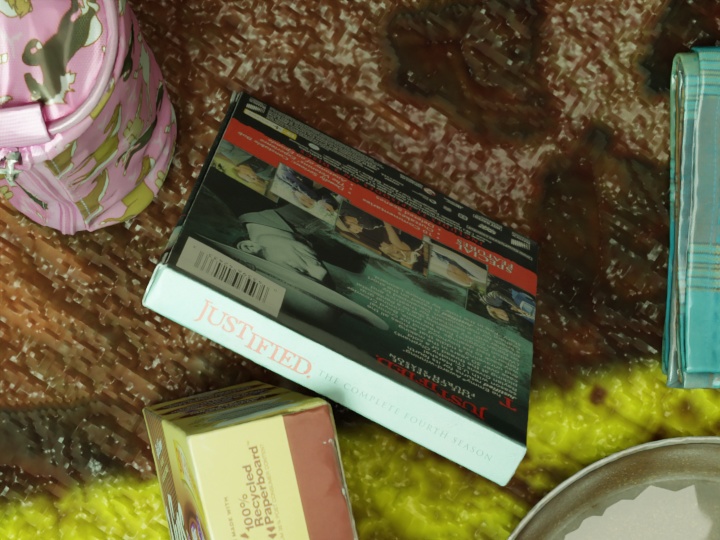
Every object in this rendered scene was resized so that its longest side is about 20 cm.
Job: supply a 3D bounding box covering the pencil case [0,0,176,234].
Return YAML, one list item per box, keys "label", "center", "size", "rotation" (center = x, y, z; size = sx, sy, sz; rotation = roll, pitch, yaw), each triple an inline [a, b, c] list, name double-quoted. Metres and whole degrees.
- label: "pencil case"
  center: [-0.116, -0.067, 0.908]
  size: [0.087, 0.200, 0.083]
  rotation: [-44, 84, -4]

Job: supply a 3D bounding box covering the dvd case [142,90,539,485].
- label: "dvd case"
  center: [0.000, 0.000, 0.922]
  size: [0.146, 0.200, 0.022]
  rotation: [27, 111, -6]

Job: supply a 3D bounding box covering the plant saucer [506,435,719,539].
- label: "plant saucer"
  center: [0.140, 0.168, 1.018]
  size: [0.200, 0.032, 0.201]
  rotation: [0, 92, -5]

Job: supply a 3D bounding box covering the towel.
- label: "towel"
  center: [0.229, -0.022, 1.028]
  size: [0.200, 0.022, 0.147]
  rotation: [1, 91, -6]

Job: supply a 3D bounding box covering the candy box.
- label: "candy box"
  center: [-0.039, 0.106, 0.914]
  size: [0.056, 0.200, 0.117]
  rotation: [-13, 92, -11]
